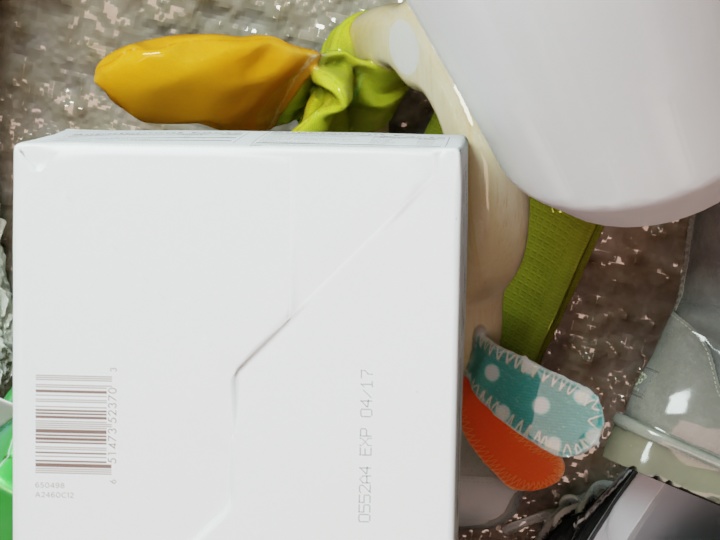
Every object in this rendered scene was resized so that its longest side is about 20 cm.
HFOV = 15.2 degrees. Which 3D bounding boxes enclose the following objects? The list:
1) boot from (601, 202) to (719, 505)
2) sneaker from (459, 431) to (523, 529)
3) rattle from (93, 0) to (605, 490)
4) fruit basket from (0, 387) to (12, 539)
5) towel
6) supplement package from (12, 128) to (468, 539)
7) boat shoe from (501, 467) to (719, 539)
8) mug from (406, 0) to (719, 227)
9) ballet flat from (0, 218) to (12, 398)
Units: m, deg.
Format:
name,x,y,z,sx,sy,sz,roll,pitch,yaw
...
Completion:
name,x,y,z,sx,sy,sz,roll,pitch,yaw
boot,0.198,0.006,1.033,0.181,0.073,0.201,22,88,-8
sneaker,-0.016,0.036,1.107,0.200,0.070,0.080,31,107,8
rattle,0.000,0.000,1.041,0.130,0.143,0.201,-8,93,44
fruit basket,-0.109,0.117,1.131,0.185,0.094,0.200,28,155,-1
towel,0.031,0.035,1.139,0.086,0.018,0.200,23,110,-2
supplement package,-0.041,0.052,0.968,0.155,0.111,0.201,1,95,3
boat shoe,0.100,0.124,1.134,0.073,0.068,0.200,-5,131,-37
mug,0.092,-0.111,0.965,0.149,0.187,0.153,-6,127,24
ballet flat,-0.182,-0.028,1.122,0.071,0.072,0.201,-11,106,11
